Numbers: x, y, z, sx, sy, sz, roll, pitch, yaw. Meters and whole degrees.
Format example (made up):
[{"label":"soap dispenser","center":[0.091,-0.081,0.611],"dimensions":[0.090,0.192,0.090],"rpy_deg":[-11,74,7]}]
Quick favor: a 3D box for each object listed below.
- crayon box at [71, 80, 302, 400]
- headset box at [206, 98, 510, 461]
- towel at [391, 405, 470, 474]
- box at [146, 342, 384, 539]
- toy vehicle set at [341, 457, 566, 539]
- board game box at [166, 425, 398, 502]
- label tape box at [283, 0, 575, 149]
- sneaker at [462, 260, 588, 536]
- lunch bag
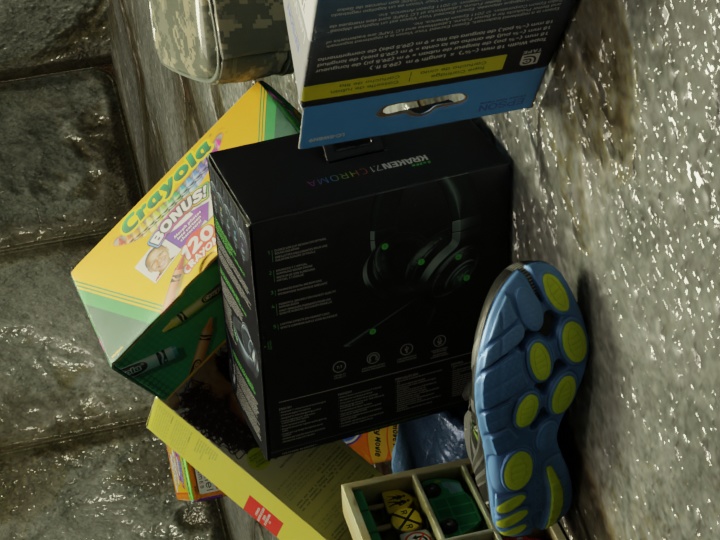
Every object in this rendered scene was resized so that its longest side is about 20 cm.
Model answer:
[{"label":"crayon box","center":[-0.102,-0.022,1.086],"dimensions":[0.058,0.200,0.119],"rpy_deg":[39,-170,-39]},{"label":"headset box","center":[0.000,0.000,1.012],"dimensions":[0.093,0.174,0.200],"rpy_deg":[-125,25,-50]},{"label":"towel","center":[0.056,0.166,1.136],"dimensions":[0.112,0.048,0.201],"rpy_deg":[-127,37,-53]},{"label":"box","center":[-0.051,0.141,1.101],"dimensions":[0.200,0.075,0.050],"rpy_deg":[38,143,8]},{"label":"toy vehicle set","center":[0.073,0.197,0.973],"dimensions":[0.200,0.124,0.027],"rpy_deg":[-116,19,-51]},{"label":"board game box","center":[-0.083,0.092,1.426],"dimensions":[0.200,0.199,0.201],"rpy_deg":[145,114,-77]},{"label":"label tape box","center":[0.035,-0.148,0.800],"dimensions":[0.200,0.144,0.063],"rpy_deg":[106,150,-65]},{"label":"sneaker","center":[0.087,0.073,0.929],"dimensions":[0.083,0.071,0.200],"rpy_deg":[-122,21,-45]},{"label":"lunch bag","center":[-0.063,-0.239,1.131],"dimensions":[0.139,0.167,0.201],"rpy_deg":[29,128,61]}]
